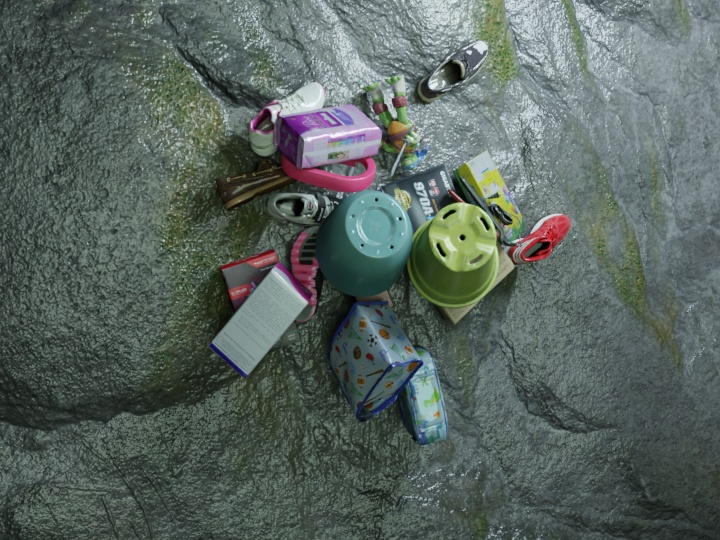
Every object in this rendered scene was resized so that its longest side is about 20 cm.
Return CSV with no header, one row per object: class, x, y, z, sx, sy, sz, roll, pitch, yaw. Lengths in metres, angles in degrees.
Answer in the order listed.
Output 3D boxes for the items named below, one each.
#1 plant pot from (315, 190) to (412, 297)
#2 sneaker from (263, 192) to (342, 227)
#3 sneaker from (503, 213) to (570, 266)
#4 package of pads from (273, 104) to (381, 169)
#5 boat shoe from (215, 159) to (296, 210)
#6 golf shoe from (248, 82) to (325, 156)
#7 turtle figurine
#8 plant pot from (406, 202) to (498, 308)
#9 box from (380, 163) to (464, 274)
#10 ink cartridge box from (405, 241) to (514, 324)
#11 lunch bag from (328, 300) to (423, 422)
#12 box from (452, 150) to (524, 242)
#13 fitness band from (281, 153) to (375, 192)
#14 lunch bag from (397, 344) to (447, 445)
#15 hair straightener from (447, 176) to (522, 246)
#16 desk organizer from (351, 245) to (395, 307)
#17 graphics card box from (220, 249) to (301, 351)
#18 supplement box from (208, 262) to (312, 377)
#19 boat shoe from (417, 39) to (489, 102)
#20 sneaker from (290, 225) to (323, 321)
plant pot,0.016,-0.064,1.340,0.194,0.161,0.207,3,76,-10
sneaker,-0.104,-0.126,1.432,0.194,0.088,0.077,3,93,-17
sneaker,0.435,-0.067,1.562,0.198,0.115,0.080,-35,103,-15
package of pads,-0.067,-0.274,1.367,0.196,0.120,0.077,-17,132,-32
boat shoe,-0.203,-0.194,1.404,0.196,0.070,0.072,-24,88,-21
golf shoe,-0.151,-0.323,1.392,0.075,0.092,0.200,43,81,16
turtle figurine,0.055,-0.299,1.429,0.195,0.143,0.199,-19,101,-16
plant pot,0.191,-0.043,1.338,0.194,0.185,0.207,0,76,2
box,0.146,-0.111,1.474,0.155,0.046,0.205,-18,76,-3
ink cartridge box,0.226,-0.008,1.537,0.199,0.075,0.166,-40,102,-8
lunch bag,0.018,0.193,1.421,0.122,0.172,0.202,2,134,-41
box,0.293,-0.158,1.514,0.117,0.048,0.203,-32,93,-48
fitness band,-0.066,-0.214,1.384,0.194,0.145,0.038,14,127,5
lunch bag,0.127,0.274,1.495,0.080,0.161,0.206,-13,97,-8
hair straightener,0.279,-0.129,1.439,0.200,0.041,0.077,44,98,-1
desk organizer,0.000,0.000,1.480,0.075,0.072,0.204,-24,101,-9
graphics card box,-0.212,0.072,1.439,0.122,0.051,0.206,-17,100,-13
supplement box,-0.197,0.096,1.353,0.103,0.101,0.201,39,98,-4
boat shoe,0.214,-0.446,1.498,0.198,0.065,0.073,-36,101,-10
sneaker,-0.106,0.007,1.448,0.077,0.095,0.206,11,88,17
